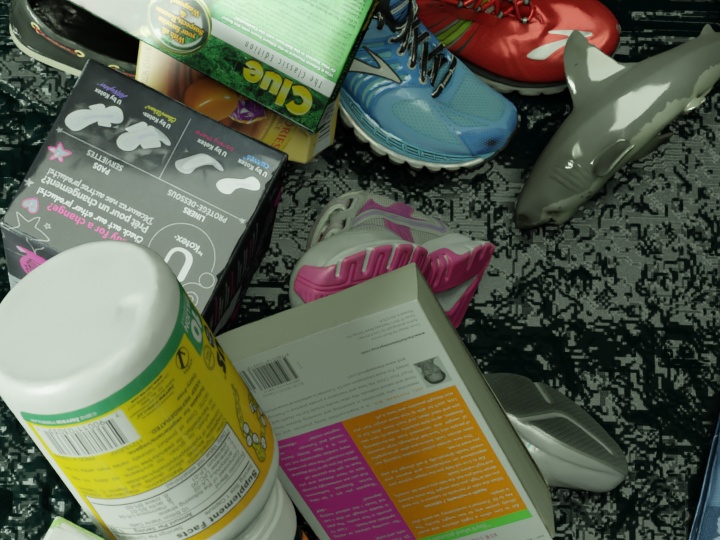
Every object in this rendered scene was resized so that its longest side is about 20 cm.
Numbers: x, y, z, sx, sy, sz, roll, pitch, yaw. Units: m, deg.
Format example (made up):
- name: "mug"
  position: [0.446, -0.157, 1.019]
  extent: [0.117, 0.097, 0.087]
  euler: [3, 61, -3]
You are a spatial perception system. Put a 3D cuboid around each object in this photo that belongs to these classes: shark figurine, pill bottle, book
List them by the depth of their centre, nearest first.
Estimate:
- name: "pill bottle"
  position: [-0.111, 0.088, 1.560]
  extent: [0.112, 0.200, 0.113]
  euler: [-17, 41, 16]
- name: "book"
  position: [0.013, 0.096, 1.655]
  extent: [0.133, 0.200, 0.048]
  euler: [-19, 39, 15]
- name: "shark figurine"
  position: [0.171, -0.121, 1.766]
  extent: [0.214, 0.128, 0.090]
  euler: [-40, 85, -13]

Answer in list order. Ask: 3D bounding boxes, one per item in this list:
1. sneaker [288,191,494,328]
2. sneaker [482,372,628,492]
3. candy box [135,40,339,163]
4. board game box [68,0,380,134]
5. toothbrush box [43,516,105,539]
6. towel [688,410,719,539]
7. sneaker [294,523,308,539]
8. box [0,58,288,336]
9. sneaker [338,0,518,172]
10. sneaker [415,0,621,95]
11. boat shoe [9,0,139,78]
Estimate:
- name: "sneaker"
  position: [0.000, 0.000, 1.708]
  extent: [0.088, 0.200, 0.082]
  euler: [30, 102, 20]
- name: "sneaker"
  position: [0.064, 0.103, 1.738]
  extent: [0.200, 0.070, 0.080]
  euler: [17, 114, -15]
- name: "candy box"
  position: [-0.063, -0.174, 1.696]
  extent: [0.116, 0.056, 0.201]
  euler: [14, 111, 13]
- name: "board game box"
  position: [-0.090, -0.170, 1.664]
  extent: [0.200, 0.023, 0.105]
  euler: [29, 111, 7]
- name: "toothbrush box"
  position: [-0.164, 0.233, 1.609]
  extent: [0.086, 0.200, 0.146]
  euler: [27, 75, 2]
- name: "towel"
  position: [0.258, 0.156, 1.747]
  extent: [0.111, 0.049, 0.201]
  euler: [15, 74, -1]
- name: "sneaker"
  position: [-0.070, 0.154, 1.690]
  extent: [0.070, 0.090, 0.200]
  euler: [-37, 81, -24]
- name: "box"
  position: [-0.129, -0.019, 1.676]
  extent: [0.132, 0.200, 0.115]
  euler: [26, 74, 2]
- name: "sneaker"
  position: [0.014, -0.135, 1.751]
  extent: [0.200, 0.090, 0.079]
  euler: [32, 47, -11]
- name: "sneaker"
  position: [0.067, -0.167, 1.792]
  extent: [0.199, 0.085, 0.077]
  euler: [16, 76, -1]
- name: "boat shoe"
  position: [-0.118, -0.142, 1.780]
  extent: [0.201, 0.063, 0.074]
  euler: [15, 72, -5]
